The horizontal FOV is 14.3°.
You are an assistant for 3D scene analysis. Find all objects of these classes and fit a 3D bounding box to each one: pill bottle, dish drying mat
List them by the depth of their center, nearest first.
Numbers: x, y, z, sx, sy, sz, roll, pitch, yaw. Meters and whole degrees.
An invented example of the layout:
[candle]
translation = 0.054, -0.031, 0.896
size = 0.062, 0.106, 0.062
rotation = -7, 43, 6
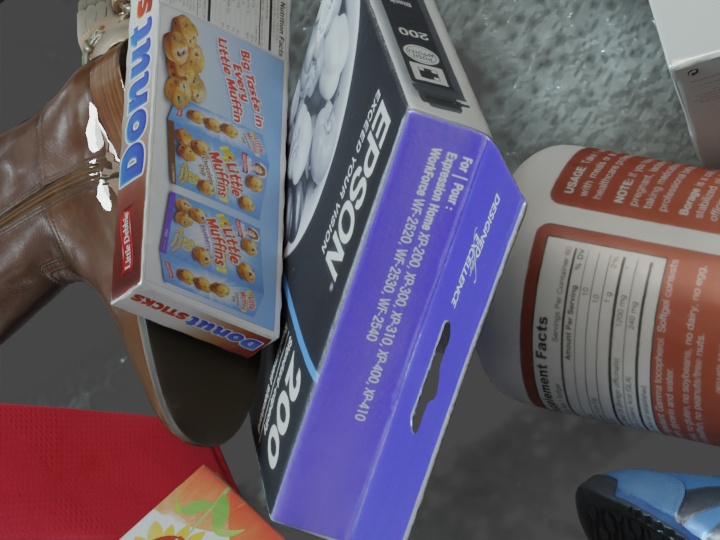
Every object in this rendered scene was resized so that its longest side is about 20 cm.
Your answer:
[pill bottle]
translation = 0.118, 0.009, 1.196
size = 0.199, 0.112, 0.113
rotation = 12, 68, 22
[dish drying mat]
translation = -0.135, 0.088, 1.201
size = 0.018, 0.199, 0.077
rotation = -53, 48, 31

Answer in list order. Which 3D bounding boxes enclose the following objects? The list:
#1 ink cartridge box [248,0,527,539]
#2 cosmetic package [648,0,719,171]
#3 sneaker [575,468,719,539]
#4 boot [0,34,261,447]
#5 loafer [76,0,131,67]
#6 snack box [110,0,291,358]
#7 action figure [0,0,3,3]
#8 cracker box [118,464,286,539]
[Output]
[ink cartridge box]
translation = 0.000, 0.000, 1.159
size = 0.043, 0.199, 0.200
rotation = 8, 30, -18
[cosmetic package]
translation = 0.144, -0.139, 1.239
size = 0.051, 0.151, 0.201
rotation = -16, 62, 6
[sneaker]
translation = 0.176, 0.114, 1.147
size = 0.200, 0.066, 0.078
rotation = 18, 49, 45
[boot]
translation = -0.133, 0.015, 1.263
size = 0.200, 0.064, 0.187
rotation = -28, 65, 43
[loafer]
translation = -0.093, -0.083, 1.330
size = 0.072, 0.063, 0.201
rotation = -18, 61, 7
[snack box]
translation = -0.064, -0.066, 1.203
size = 0.024, 0.072, 0.201
rotation = -29, 49, 42
[action figure]
translation = -0.146, -0.199, 1.350
size = 0.200, 0.105, 0.194
rotation = -36, 20, 5
[cracker box]
translation = -0.091, 0.189, 1.148
size = 0.200, 0.058, 0.134
rotation = -41, 44, -11
